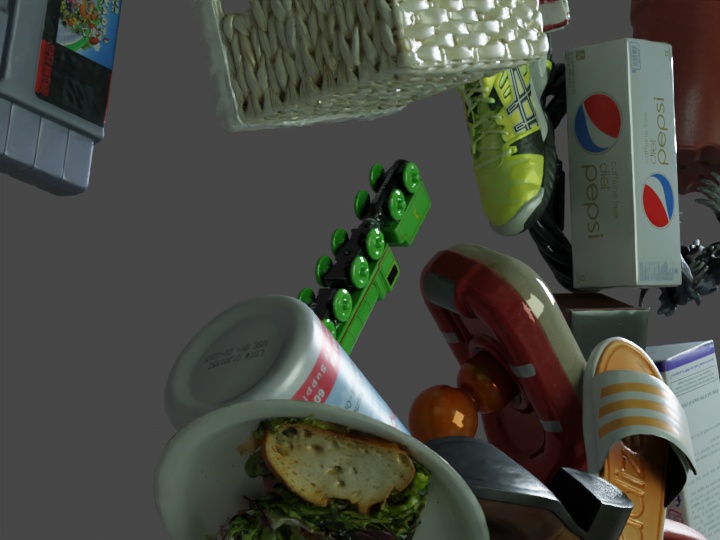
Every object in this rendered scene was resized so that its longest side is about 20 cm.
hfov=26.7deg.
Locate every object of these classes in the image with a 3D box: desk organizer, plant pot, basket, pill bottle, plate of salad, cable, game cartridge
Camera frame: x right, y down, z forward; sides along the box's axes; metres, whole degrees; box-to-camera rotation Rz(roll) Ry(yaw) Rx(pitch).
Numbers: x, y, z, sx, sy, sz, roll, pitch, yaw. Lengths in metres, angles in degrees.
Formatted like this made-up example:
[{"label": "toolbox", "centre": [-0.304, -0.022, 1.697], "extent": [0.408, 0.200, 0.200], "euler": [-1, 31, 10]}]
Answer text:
[{"label": "desk organizer", "centre": [0.179, 0.122, 1.239], "extent": [0.071, 0.077, 0.201], "euler": [-1, 101, -20]}, {"label": "plant pot", "centre": [0.335, -0.180, 1.423], "extent": [0.200, 0.200, 0.196], "euler": [24, 72, -48]}, {"label": "basket", "centre": [0.004, -0.207, 1.011], "extent": [0.200, 0.160, 0.199], "euler": [-14, 93, -54]}, {"label": "pill bottle", "centre": [-0.026, 0.117, 0.949], "extent": [0.200, 0.108, 0.109], "euler": [52, 46, -32]}, {"label": "plate of salad", "centre": [-0.026, 0.152, 0.868], "extent": [0.200, 0.199, 0.048], "euler": [55, 32, -30]}, {"label": "cable", "centre": [0.189, -0.081, 1.303], "extent": [0.163, 0.051, 0.201], "euler": [15, 72, -50]}, {"label": "game cartridge", "centre": [-0.190, -0.154, 0.851], "extent": [0.129, 0.038, 0.201], "euler": [21, 67, -44]}]

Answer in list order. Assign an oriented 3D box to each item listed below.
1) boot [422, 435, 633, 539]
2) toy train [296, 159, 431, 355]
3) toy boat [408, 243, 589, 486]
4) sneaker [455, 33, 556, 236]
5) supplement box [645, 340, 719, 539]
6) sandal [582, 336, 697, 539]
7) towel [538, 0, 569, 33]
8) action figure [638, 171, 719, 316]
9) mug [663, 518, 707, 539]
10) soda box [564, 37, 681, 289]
[{"label": "boot", "centre": [0.063, 0.210, 0.962], "extent": [0.188, 0.068, 0.201], "euler": [17, 106, -46]}, {"label": "toy train", "centre": [0.000, 0.000, 1.065], "extent": [0.200, 0.042, 0.057], "euler": [-62, 140, -38]}, {"label": "toy boat", "centre": [0.091, 0.088, 1.122], "extent": [0.131, 0.130, 0.201], "euler": [-37, 116, -16]}, {"label": "sneaker", "centre": [0.106, -0.122, 1.209], "extent": [0.076, 0.075, 0.201], "euler": [19, 60, -38]}, {"label": "supplement box", "centre": [0.256, 0.171, 1.312], "extent": [0.103, 0.101, 0.201], "euler": [-13, 93, -52]}, {"label": "sandal", "centre": [0.198, 0.137, 1.045], "extent": [0.079, 0.059, 0.208], "euler": [21, 57, -24]}, {"label": "towel", "centre": [0.068, -0.264, 1.131], "extent": [0.023, 0.143, 0.201], "euler": [-74, 151, -82]}, {"label": "action figure", "centre": [0.318, -0.029, 1.364], "extent": [0.102, 0.199, 0.119], "euler": [56, 43, -12]}, {"label": "mug", "centre": [0.180, 0.249, 1.143], "extent": [0.178, 0.133, 0.201], "euler": [-56, 135, -34]}, {"label": "soda box", "centre": [0.215, -0.085, 1.244], "extent": [0.063, 0.068, 0.201], "euler": [0, 87, -43]}]
